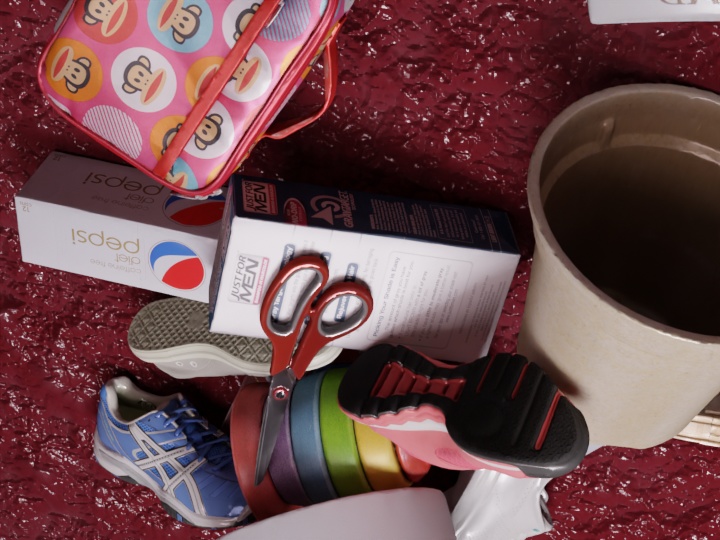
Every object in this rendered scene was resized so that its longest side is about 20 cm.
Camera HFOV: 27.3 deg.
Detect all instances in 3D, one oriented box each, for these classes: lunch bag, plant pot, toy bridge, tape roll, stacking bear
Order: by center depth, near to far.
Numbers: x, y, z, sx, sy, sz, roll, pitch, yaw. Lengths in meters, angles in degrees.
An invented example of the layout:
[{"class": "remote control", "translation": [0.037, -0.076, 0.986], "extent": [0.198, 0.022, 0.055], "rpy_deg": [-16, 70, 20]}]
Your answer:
[{"class": "plant pot", "translation": [0.185, 0.014, 0.954], "extent": [0.200, 0.201, 0.184], "rpy_deg": [21, 143, 5]}, {"class": "lunch bag", "translation": [-0.097, -0.152, 0.966], "extent": [0.176, 0.082, 0.200], "rpy_deg": [35, 117, -3]}, {"class": "toy bridge", "translation": [0.246, 0.103, 1.046], "extent": [0.200, 0.067, 0.027], "rpy_deg": [9, 103, 4]}, {"class": "stacking bear", "translation": [0.013, 0.123, 1.123], "extent": [0.200, 0.122, 0.114], "rpy_deg": [-11, 158, 14]}, {"class": "tape roll", "translation": [-0.024, 0.228, 1.127], "extent": [0.202, 0.071, 0.202], "rpy_deg": [-14, 162, -5]}]

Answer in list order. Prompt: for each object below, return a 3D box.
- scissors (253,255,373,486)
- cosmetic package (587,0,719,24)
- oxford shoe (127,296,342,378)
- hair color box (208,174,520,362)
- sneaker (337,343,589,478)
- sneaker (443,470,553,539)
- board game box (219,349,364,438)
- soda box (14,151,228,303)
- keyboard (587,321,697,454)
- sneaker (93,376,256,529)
[{"class": "scissors", "translation": [-0.059, 0.073, 1.034], "extent": [0.073, 0.014, 0.200], "rpy_deg": [19, 122, -22]}, {"class": "cosmetic package", "translation": [0.200, -0.249, 0.735], "extent": [0.167, 0.166, 0.200], "rpy_deg": [3, 129, 20]}, {"class": "oxford shoe", "translation": [-0.091, 0.053, 1.149], "extent": [0.200, 0.075, 0.058], "rpy_deg": [-3, 146, 34]}, {"class": "hair color box", "translation": [0.000, 0.000, 1.033], "extent": [0.200, 0.061, 0.100], "rpy_deg": [7, 123, -12]}, {"class": "sneaker", "translation": [0.080, 0.101, 0.991], "extent": [0.200, 0.074, 0.087], "rpy_deg": [12, 154, 45]}, {"class": "sneaker", "translation": [0.109, 0.202, 1.202], "extent": [0.088, 0.075, 0.200], "rpy_deg": [17, 131, -8]}, {"class": "board game box", "translation": [-0.048, 0.107, 1.216], "extent": [0.103, 0.019, 0.200], "rpy_deg": [28, 132, 0]}, {"class": "soda box", "translation": [-0.154, -0.029, 1.115], "extent": [0.200, 0.068, 0.064], "rpy_deg": [12, 129, 12]}, {"class": "keyboard", "translation": [0.215, 0.081, 1.087], "extent": [0.056, 0.011, 0.200], "rpy_deg": [41, 125, -20]}, {"class": "sneaker", "translation": [-0.149, 0.152, 1.235], "extent": [0.200, 0.076, 0.077], "rpy_deg": [19, 125, 28]}]
